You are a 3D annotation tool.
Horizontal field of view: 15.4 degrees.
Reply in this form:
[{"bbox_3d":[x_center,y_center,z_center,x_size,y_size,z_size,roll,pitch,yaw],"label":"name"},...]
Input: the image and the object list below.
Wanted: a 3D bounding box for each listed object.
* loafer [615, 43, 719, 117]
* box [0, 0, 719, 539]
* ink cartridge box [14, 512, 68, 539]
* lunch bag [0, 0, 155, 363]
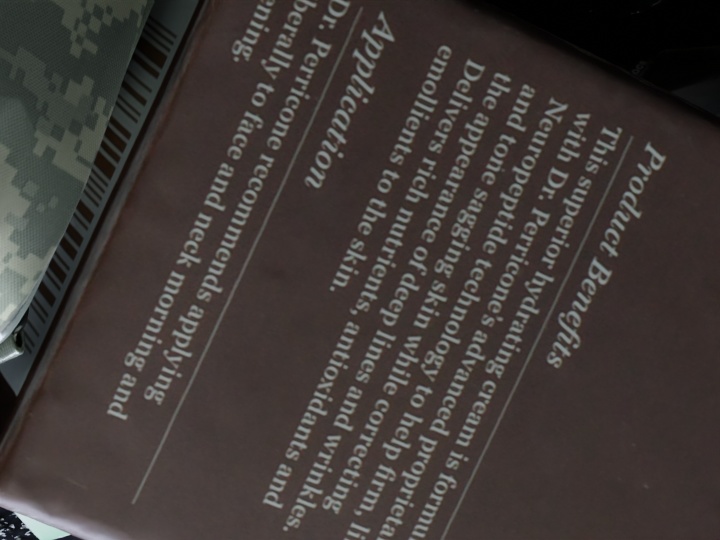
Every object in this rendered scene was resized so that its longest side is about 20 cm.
[{"bbox_3d":[0.102,-0.049,0.917,0.199,0.071,0.074,-7,118,-27],"label":"loafer"},{"bbox_3d":[0.000,0.000,0.748,0.199,0.164,0.167,24,96,-21],"label":"box"},{"bbox_3d":[-0.079,0.022,0.973,0.160,0.050,0.200,-17,151,7],"label":"ink cartridge box"},{"bbox_3d":[-0.150,-0.081,0.626,0.139,0.169,0.200,-27,135,34],"label":"lunch bag"}]
